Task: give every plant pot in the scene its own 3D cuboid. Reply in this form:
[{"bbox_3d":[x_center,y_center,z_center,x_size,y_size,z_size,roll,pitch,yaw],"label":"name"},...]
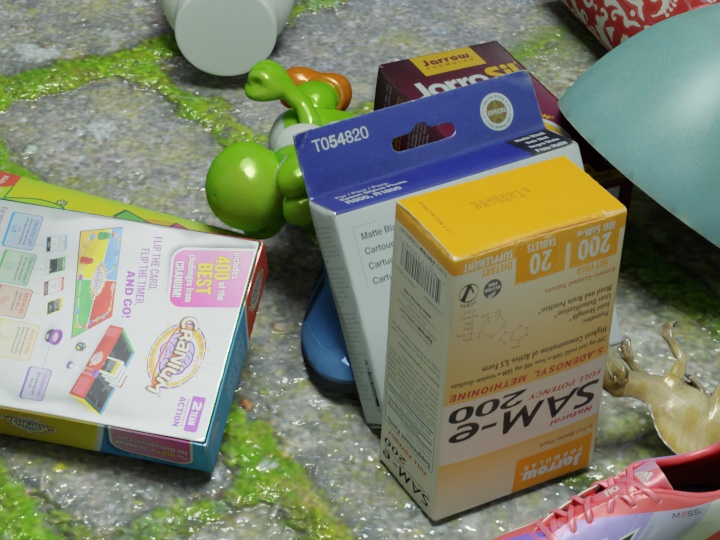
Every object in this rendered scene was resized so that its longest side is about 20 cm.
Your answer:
[{"bbox_3d":[0.261,-0.112,1.435,0.200,0.135,0.200,36,14,-10],"label":"plant pot"}]

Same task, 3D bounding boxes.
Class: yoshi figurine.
[{"bbox_3d":[-0.059,-0.081,1.425,0.112,0.112,0.200,42,17,-10],"label":"yoshi figurine"}]

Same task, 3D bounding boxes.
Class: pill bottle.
[{"bbox_3d":[-0.109,-0.249,1.661,0.112,0.113,0.200,3,38,-4],"label":"pill bottle"}]

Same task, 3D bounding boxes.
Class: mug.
[{"bbox_3d":[0.263,-0.240,1.684,0.177,0.134,0.200,-12,44,-18],"label":"mug"}]

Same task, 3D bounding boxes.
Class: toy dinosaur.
[{"bbox_3d":[0.227,0.096,1.307,0.199,0.058,0.101,30,38,-7],"label":"toy dinosaur"}]

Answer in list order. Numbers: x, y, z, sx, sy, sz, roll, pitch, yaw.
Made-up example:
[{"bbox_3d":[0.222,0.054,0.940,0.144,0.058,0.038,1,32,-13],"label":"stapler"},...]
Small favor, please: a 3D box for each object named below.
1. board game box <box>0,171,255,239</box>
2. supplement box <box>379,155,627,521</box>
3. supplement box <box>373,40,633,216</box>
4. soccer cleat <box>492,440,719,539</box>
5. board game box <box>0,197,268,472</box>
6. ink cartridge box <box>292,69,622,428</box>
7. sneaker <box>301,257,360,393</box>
[{"bbox_3d":[-0.184,-0.002,1.383,0.199,0.048,0.102,14,38,11],"label":"board game box"},{"bbox_3d":[0.086,0.043,1.233,0.126,0.201,0.074,-16,39,-25],"label":"supplement box"},{"bbox_3d":[0.102,-0.080,1.488,0.110,0.086,0.200,-15,42,-24],"label":"supplement box"},{"bbox_3d":[0.152,0.150,1.206,0.199,0.073,0.068,-14,41,-23],"label":"soccer cleat"},{"bbox_3d":[-0.174,0.038,1.288,0.199,0.040,0.154,10,61,9],"label":"board game box"},{"bbox_3d":[0.069,-0.019,1.330,0.199,0.201,0.041,-18,6,-27],"label":"ink cartridge box"},{"bbox_3d":[0.000,0.000,1.381,0.066,0.079,0.200,10,39,3],"label":"sneaker"}]
